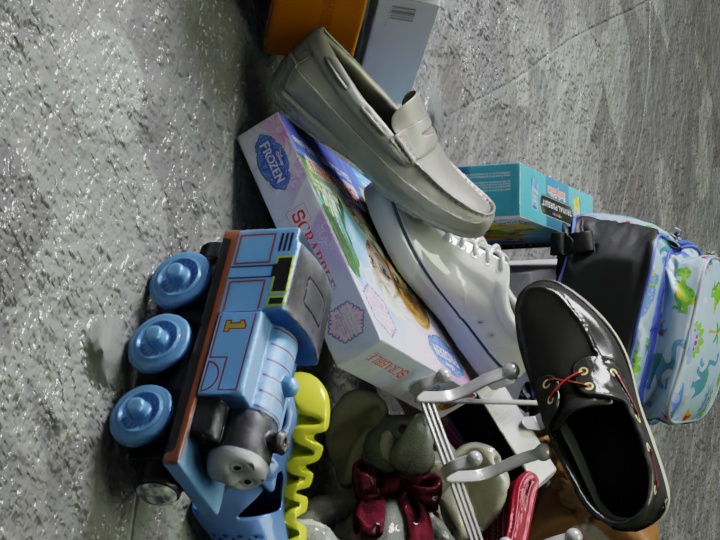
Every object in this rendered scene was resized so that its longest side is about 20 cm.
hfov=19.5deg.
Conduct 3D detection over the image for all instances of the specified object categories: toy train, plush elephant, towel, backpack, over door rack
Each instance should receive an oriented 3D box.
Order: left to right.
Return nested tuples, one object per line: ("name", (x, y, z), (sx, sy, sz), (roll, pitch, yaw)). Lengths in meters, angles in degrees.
("toy train", (-0.089, 0.063, 1.371), (0.087, 0.114, 0.201), (59, 35, -46))
("plush elephant", (0.031, 0.173, 1.592), (0.200, 0.164, 0.156), (107, -2, -78))
("towel", (0.075, 0.255, 1.682), (0.022, 0.200, 0.145), (29, 50, -15))
("over door rack", (0.129, 0.150, 1.567), (0.200, 0.066, 0.148), (16, 49, -54))
("backpack", (0.240, 0.050, 1.784), (0.200, 0.146, 0.184), (1, 102, -70))

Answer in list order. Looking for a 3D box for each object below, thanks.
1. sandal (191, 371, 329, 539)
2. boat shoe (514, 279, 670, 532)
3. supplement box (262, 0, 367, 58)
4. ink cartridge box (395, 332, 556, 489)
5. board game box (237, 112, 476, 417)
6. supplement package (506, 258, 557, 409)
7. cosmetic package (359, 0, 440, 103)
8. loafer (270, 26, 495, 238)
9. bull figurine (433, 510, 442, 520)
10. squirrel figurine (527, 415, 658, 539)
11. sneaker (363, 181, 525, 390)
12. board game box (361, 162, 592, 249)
("sandal", (-0.080, 0.168, 1.452), (0.087, 0.079, 0.201), (6, 88, -30))
("boat shoe", (0.167, 0.096, 1.537), (0.202, 0.073, 0.063), (67, 15, 14))
("supplement box", (-0.016, -0.271, 1.585), (0.126, 0.073, 0.201), (106, -3, -57))
("ink cartridge box", (0.072, 0.097, 1.703), (0.037, 0.095, 0.201), (-34, 96, -38))
("board game box", (0.000, 0.000, 1.578), (0.200, 0.041, 0.200), (32, 31, -63))
("supplement package", (0.133, 0.055, 1.889), (0.200, 0.121, 0.121), (-11, 97, -66))
("cosmetic package", (0.038, -0.241, 1.675), (0.200, 0.051, 0.152), (110, -12, -72))
("loafer", (0.025, -0.100, 1.553), (0.200, 0.070, 0.070), (37, 21, -10))
("bull figurine", (0.087, 0.191, 1.837), (0.200, 0.065, 0.122), (-5, 98, -62))
("squirrel figurine", (0.235, 0.212, 2.100), (0.187, 0.141, 0.201), (-60, 143, -62))
("sneaker", (0.079, -0.001, 1.620), (0.200, 0.071, 0.073), (52, 14, -22))
("board game box", (0.098, -0.050, 1.782), (0.200, 0.150, 0.047), (15, 74, -66))
